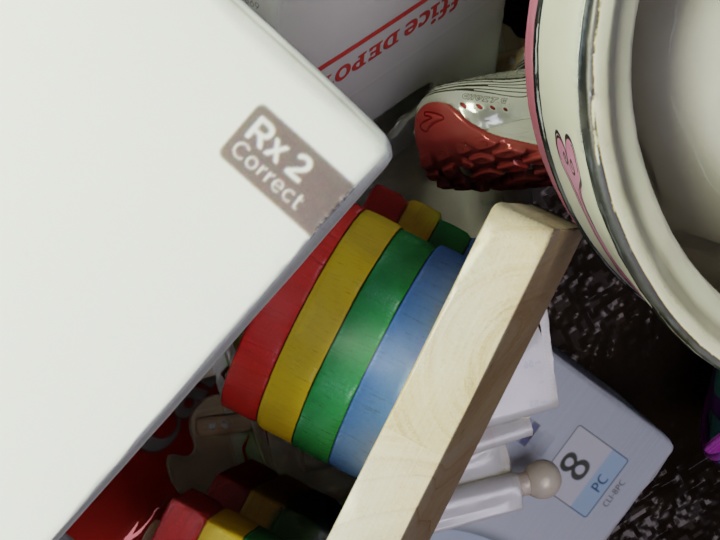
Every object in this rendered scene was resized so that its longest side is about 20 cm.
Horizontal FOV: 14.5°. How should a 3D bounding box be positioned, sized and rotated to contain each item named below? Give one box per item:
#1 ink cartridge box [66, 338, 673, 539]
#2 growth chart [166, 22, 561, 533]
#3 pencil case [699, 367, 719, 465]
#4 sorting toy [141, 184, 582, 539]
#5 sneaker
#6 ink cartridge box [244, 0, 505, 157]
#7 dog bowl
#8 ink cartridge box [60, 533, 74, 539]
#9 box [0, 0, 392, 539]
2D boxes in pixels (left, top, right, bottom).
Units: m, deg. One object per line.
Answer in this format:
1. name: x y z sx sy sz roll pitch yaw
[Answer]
1. ink cartridge box: -0.011 0.068 0.985 0.200 0.047 0.160 35 95 -28
2. growth chart: 0.000 0.000 0.952 0.144 0.018 0.201 -5 96 -9
3. pencil case: 0.222 0.065 1.015 0.199 0.093 0.085 23 141 -4
4. sorting toy: -0.011 0.061 0.854 0.069 0.200 0.200 27 94 6
5. sneaker: 0.085 -0.080 0.931 0.200 0.078 0.083 -28 103 -43
6. ink cartridge box: -0.008 -0.120 0.857 0.116 0.068 0.201 -35 147 -33
7. dog bowl: 0.137 -0.064 0.833 0.199 0.074 0.201 -4 99 -24
8. ink cartridge box: -0.183 0.132 0.906 0.200 0.125 0.129 -45 117 0
9. box: -0.132 -0.027 0.755 0.199 0.131 0.200 42 88 -8
